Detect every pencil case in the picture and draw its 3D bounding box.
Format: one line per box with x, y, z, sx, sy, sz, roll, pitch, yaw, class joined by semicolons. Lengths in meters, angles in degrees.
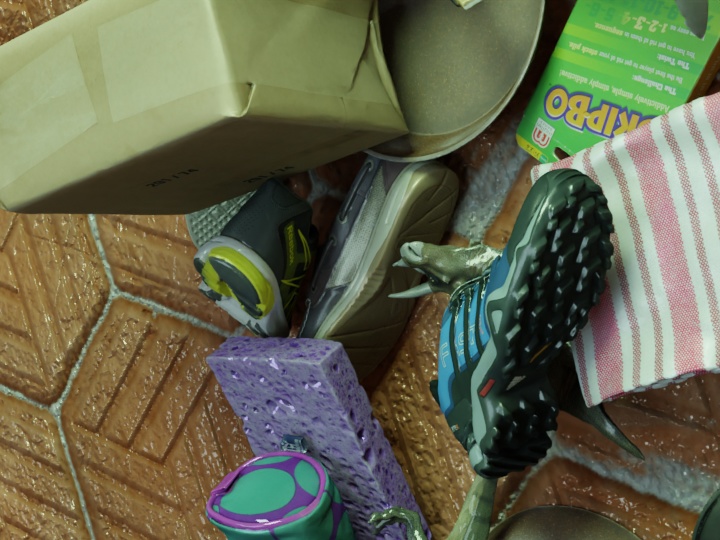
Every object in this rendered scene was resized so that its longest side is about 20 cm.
-0.038;0.216;1.051;0.092;0.085;0.202;15;135;40;pencil case

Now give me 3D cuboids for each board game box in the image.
0.167;-0.137;0.896;0.095;0.030;0.202;41;119;30;board game box

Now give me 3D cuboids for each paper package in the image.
-0.103;-0.109;0.950;0.198;0.190;0.105;-19;81;33;paper package

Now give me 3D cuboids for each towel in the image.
0.182;-0.017;0.833;0.199;0.030;0.148;-21;77;41;towel

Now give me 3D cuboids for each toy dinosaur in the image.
0.049;0.197;1.006;0.087;0.047;0.203;15;106;25;toy dinosaur
0.116;0.035;0.956;0.200;0.077;0.103;48;142;11;toy dinosaur

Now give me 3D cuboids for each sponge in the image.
-0.022;0.134;1.055;0.111;0.030;0.202;0;124;41;sponge

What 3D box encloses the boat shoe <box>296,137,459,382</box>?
0.000;0.000;1.042;0.065;0.071;0.201;48;125;35;boat shoe

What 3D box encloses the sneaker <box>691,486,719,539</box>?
0.227;0.203;0.844;0.089;0.073;0.202;-114;16;-58;sneaker

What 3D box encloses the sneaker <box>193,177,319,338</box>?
-0.060;-0.004;1.053;0.074;0.200;0.085;37;80;3;sneaker

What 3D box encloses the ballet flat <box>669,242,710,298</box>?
0.244;0.045;0.850;0.072;0.068;0.201;-36;69;20;ballet flat

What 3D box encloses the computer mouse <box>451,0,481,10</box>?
0.083;-0.209;0.846;0.142;0.046;0.200;-65;28;15;computer mouse

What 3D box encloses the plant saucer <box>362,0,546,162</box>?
0.043;-0.170;0.978;0.198;0.034;0.203;0;90;39;plant saucer

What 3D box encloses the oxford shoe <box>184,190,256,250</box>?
-0.092;-0.104;1.111;0.058;0.074;0.202;-105;17;-65;oxford shoe

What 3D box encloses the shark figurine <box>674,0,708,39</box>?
0.184;-0.246;0.817;0.128;0.089;0.217;-40;44;50;shark figurine

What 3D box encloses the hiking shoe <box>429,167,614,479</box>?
0.080;0.023;0.877;0.087;0.074;0.202;44;131;40;hiking shoe

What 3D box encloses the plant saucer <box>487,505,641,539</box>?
0.134;0.256;0.994;0.199;0.036;0.203;8;103;39;plant saucer
